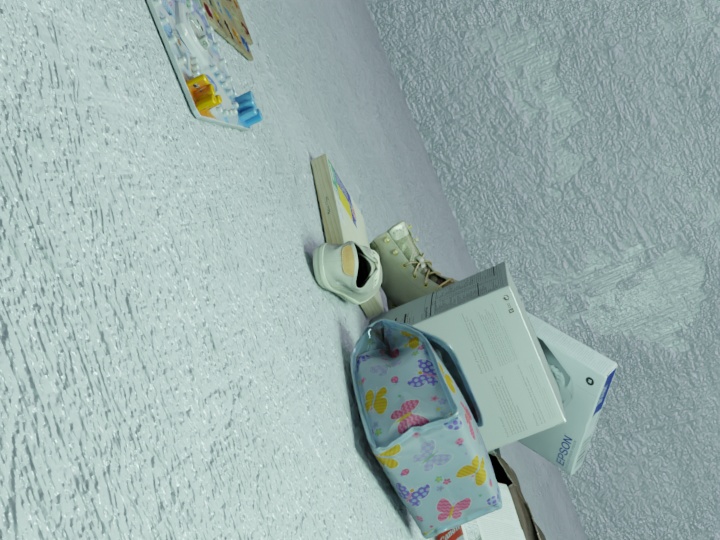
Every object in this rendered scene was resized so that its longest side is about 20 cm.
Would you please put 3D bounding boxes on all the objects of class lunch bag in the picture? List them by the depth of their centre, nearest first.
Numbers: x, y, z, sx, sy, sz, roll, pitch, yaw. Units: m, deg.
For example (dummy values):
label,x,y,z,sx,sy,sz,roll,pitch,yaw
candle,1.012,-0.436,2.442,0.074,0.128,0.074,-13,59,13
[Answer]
label,x,y,z,sx,sy,sz,roll,pitch,yaw
lunch bag,0.071,0.164,1.343,0.201,0.126,0.170,-110,174,-54

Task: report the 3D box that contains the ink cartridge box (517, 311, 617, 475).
label,x,y,z,sx,sy,sz,roll,pitch,yaw
ink cartridge box,0.242,0.159,1.659,0.199,0.041,0.201,32,-46,26

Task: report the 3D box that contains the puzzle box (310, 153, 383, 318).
label,x,y,z,sx,sy,sz,roll,pitch,yaw
puzzle box,-0.018,-0.049,1.609,0.201,0.025,0.133,-102,165,-47

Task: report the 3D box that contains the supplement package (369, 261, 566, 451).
label,x,y,z,sx,sy,sz,roll,pitch,yaw
supplement package,0.134,0.124,1.535,0.147,0.199,0.193,-68,135,-77

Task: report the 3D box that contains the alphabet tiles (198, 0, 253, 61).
label,x,y,z,sx,sy,sz,roll,pitch,yaw
alphabet tiles,-0.181,-0.349,1.459,0.200,0.007,0.168,26,42,-76

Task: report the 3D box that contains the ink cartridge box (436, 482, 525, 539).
label,x,y,z,sx,sy,sz,roll,pitch,yaw
ink cartridge box,0.153,0.347,1.445,0.108,0.050,0.201,19,39,-31

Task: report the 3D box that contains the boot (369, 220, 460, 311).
label,x,y,z,sx,sy,sz,roll,pitch,yaw
boot,0.090,0.001,1.668,0.072,0.199,0.156,-25,90,-42

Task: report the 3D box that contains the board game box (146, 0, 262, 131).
label,x,y,z,sx,sy,sz,roll,pitch,yaw
board game box,-0.170,-0.248,1.239,0.200,0.026,0.202,-16,84,-80

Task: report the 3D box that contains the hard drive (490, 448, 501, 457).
label,x,y,z,sx,sy,sz,roll,pitch,yaw
hard drive,0.134,0.184,1.697,0.201,0.042,0.135,58,7,-5

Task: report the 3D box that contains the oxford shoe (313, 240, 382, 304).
label,x,y,z,sx,sy,sz,roll,pitch,yaw
oxford shoe,0.000,0.000,1.448,0.200,0.057,0.076,16,66,-72

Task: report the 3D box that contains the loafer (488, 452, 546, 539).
label,x,y,z,sx,sy,sz,roll,pitch,yaw
loafer,0.185,0.318,1.552,0.071,0.073,0.201,57,7,-38
